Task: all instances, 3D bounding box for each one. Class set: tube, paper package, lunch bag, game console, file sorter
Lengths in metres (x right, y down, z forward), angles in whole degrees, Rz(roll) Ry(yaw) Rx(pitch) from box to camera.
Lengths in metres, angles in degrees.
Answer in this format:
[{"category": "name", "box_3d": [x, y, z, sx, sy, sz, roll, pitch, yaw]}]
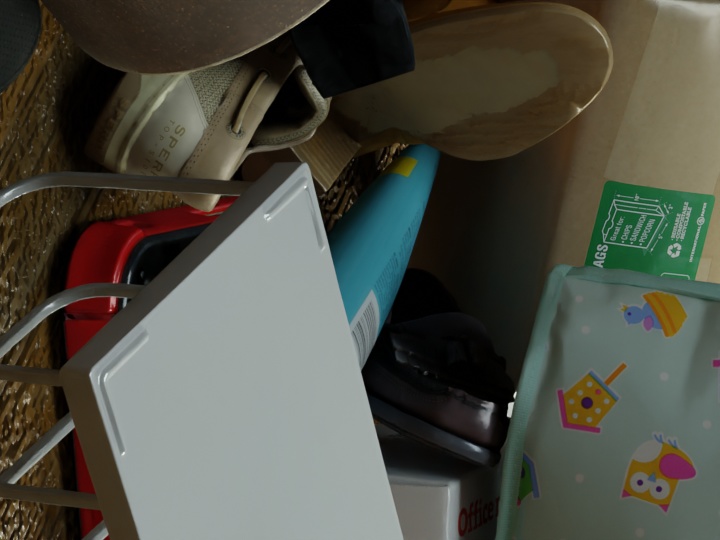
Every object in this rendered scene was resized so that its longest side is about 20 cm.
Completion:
[{"category": "tube", "box_3d": [0.000, 0.000, 1.251, 0.078, 0.050, 0.200, -61, 177, 31]}, {"category": "paper package", "box_3d": [0.104, -0.061, 1.350, 0.191, 0.103, 0.201, -132, -128, -64]}, {"category": "lunch bag", "box_3d": [0.145, 0.102, 1.211, 0.122, 0.169, 0.201, -9, 108, -73]}, {"category": "game console", "box_3d": [-0.068, 0.063, 1.185, 0.200, 0.031, 0.178, -16, 107, -67]}, {"category": "file sorter", "box_3d": [-0.078, 0.081, 0.996, 0.139, 0.124, 0.201, -46, 130, -47]}]

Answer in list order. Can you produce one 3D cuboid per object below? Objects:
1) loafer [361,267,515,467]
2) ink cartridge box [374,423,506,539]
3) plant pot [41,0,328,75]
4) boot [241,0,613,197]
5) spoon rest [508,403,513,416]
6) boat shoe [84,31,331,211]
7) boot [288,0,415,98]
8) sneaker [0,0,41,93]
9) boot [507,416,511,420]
[{"category": "loafer", "box_3d": [0.028, 0.037, 1.273, 0.063, 0.072, 0.200, -65, -168, 2]}, {"category": "ink cartridge box", "box_3d": [0.018, 0.177, 1.266, 0.145, 0.083, 0.201, -14, 106, -72]}, {"category": "plant pot", "box_3d": [-0.094, -0.199, 0.984, 0.200, 0.186, 0.188, 41, 48, -43]}, {"category": "boot", "box_3d": [0.042, -0.104, 1.263, 0.071, 0.200, 0.144, 55, 39, -20]}, {"category": "spoon rest", "box_3d": [0.086, 0.079, 1.523, 0.200, 0.060, 0.100, -28, 112, -68]}, {"category": "boat shoe", "box_3d": [-0.042, -0.077, 1.183, 0.200, 0.064, 0.071, -47, 168, -54]}, {"category": "boot", "box_3d": [-0.036, -0.187, 1.151, 0.165, 0.065, 0.201, 53, 21, -37]}, {"category": "sneaker", "box_3d": [-0.145, -0.084, 0.930, 0.200, 0.081, 0.074, -4, 89, -70]}, {"category": "boot", "box_3d": [0.079, 0.110, 1.348, 0.073, 0.199, 0.076, 25, 78, -42]}]
